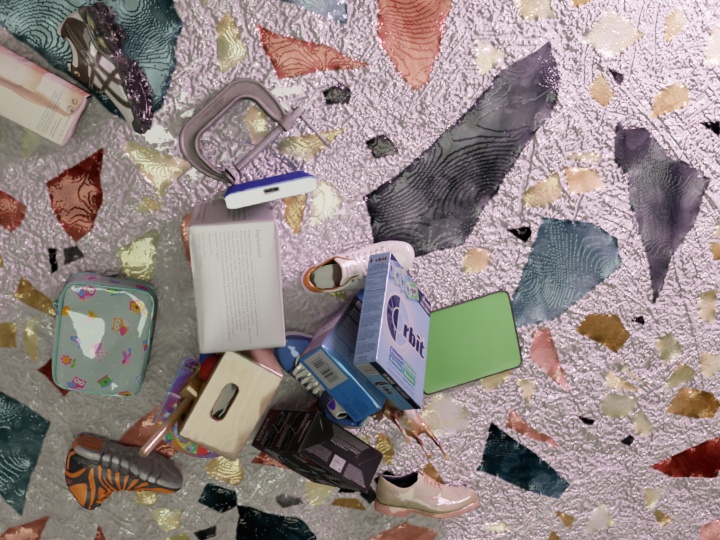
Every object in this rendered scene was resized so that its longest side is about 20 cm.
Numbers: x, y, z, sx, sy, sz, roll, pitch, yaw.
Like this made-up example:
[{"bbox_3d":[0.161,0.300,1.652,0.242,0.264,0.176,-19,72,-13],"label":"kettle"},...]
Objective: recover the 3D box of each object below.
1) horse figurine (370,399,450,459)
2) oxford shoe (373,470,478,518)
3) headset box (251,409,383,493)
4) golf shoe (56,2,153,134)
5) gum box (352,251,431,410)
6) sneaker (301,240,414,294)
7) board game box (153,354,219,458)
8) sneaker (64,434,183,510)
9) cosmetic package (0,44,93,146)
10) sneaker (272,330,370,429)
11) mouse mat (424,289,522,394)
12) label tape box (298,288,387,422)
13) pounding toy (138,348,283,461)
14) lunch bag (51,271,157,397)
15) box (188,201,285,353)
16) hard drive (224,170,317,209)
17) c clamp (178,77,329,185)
[{"bbox_3d":[0.077,0.260,1.379,0.050,0.133,0.200,-45,127,2],"label":"horse figurine"},{"bbox_3d":[0.127,0.416,1.494,0.200,0.071,0.074,1,103,-11],"label":"oxford shoe"},{"bbox_3d":[-0.081,0.306,1.365,0.149,0.200,0.077,37,66,-22],"label":"headset box"},{"bbox_3d":[-0.383,-0.295,1.206,0.094,0.078,0.200,-16,107,13],"label":"golf shoe"},{"bbox_3d":[0.056,0.099,1.294,0.044,0.200,0.170,-10,143,27],"label":"gum box"},{"bbox_3d":[0.000,0.000,1.338,0.200,0.085,0.073,-18,89,-6],"label":"sneaker"},{"bbox_3d":[-0.261,0.246,1.390,0.158,0.039,0.200,24,101,-16],"label":"board game box"},{"bbox_3d":[-0.414,0.366,1.387,0.200,0.078,0.112,22,105,-4],"label":"sneaker"},{"bbox_3d":[-0.506,-0.269,1.167,0.200,0.103,0.087,27,98,-18],"label":"cosmetic package"},{"bbox_3d":[-0.060,0.191,1.354,0.200,0.146,0.081,41,95,-18],"label":"sneaker"},{"bbox_3d":[0.191,0.132,1.457,0.200,0.008,0.161,-16,108,-6],"label":"mouse mat"},{"bbox_3d":[0.000,0.135,1.341,0.063,0.200,0.144,-36,100,34],"label":"label tape box"},{"bbox_3d":[-0.239,0.205,1.273,0.142,0.184,0.200,30,91,-16],"label":"pounding toy"},{"bbox_3d":[-0.420,0.100,1.301,0.160,0.077,0.200,9,104,-11],"label":"lunch bag"},{"bbox_3d":[-0.192,0.002,1.248,0.130,0.199,0.200,-4,105,-8],"label":"box"},{"bbox_3d":[-0.140,-0.126,1.221,0.132,0.200,0.025,-13,101,-6],"label":"hard drive"},{"bbox_3d":[-0.176,-0.210,1.259,0.200,0.027,0.171,-39,98,-10],"label":"c clamp"}]
